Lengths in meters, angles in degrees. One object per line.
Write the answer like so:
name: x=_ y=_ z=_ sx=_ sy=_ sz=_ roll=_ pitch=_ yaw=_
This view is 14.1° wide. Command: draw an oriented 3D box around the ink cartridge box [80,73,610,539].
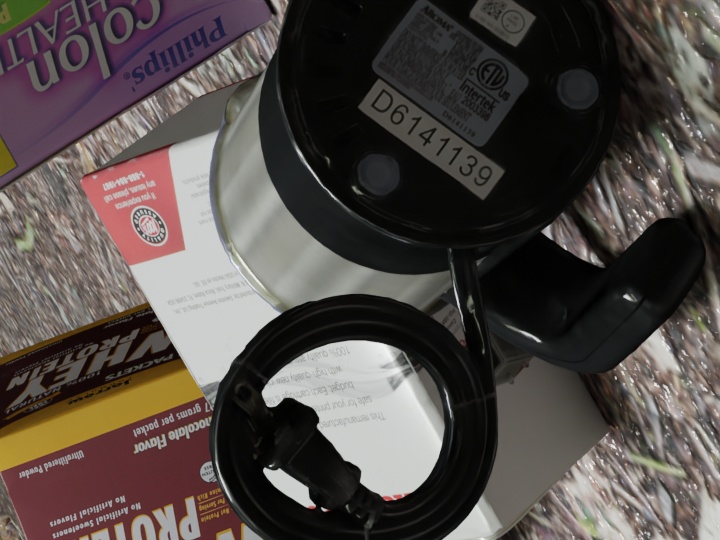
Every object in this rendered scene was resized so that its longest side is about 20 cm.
ink cartridge box: x=-0.007 y=0.015 z=1.232 sx=0.147 sy=0.083 sz=0.200 roll=-14 pitch=109 yaw=52

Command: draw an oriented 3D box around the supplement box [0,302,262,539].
supplement box: x=-0.119 y=0.140 z=1.678 sx=0.200 sy=0.132 sz=0.198 roll=-121 pitch=11 yaw=-77

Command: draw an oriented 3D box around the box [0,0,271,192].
box: x=-0.165 y=-0.118 z=1.369 sx=0.097 sy=0.176 sz=0.200 roll=61 pitch=165 yaw=-17

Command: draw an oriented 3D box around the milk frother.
milk frother: x=0.000 y=0.000 z=1.031 sx=0.181 sy=0.200 sz=0.188 roll=53 pitch=166 yaw=3
